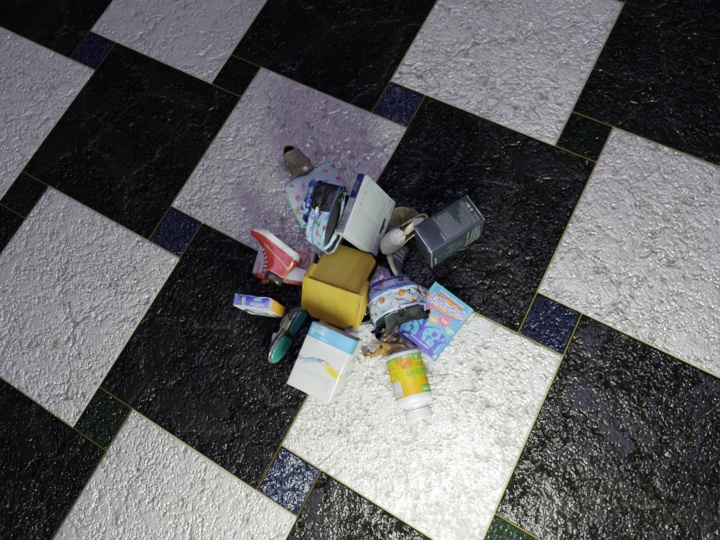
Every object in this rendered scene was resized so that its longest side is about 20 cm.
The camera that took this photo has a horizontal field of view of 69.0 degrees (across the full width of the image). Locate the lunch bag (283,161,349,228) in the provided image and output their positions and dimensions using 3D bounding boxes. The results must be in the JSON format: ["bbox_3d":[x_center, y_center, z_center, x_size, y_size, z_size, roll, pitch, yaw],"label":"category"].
[{"bbox_3d":[-0.147,-0.247,1.791,0.199,0.122,0.171,-24,72,-7],"label":"lunch bag"}]

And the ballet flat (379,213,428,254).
[{"bbox_3d":[0.140,-0.126,1.695,0.199,0.062,0.068,-37,79,-21],"label":"ballet flat"}]

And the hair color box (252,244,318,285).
[{"bbox_3d":[-0.251,-0.019,1.764,0.198,0.064,0.112,10,73,9],"label":"hair color box"}]

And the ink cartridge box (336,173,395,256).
[{"bbox_3d":[0.021,-0.170,1.641,0.043,0.200,0.198,13,78,34],"label":"ink cartridge box"}]

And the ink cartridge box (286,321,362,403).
[{"bbox_3d":[-0.104,0.276,1.593,0.145,0.147,0.202,22,87,12],"label":"ink cartridge box"}]

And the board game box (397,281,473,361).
[{"bbox_3d":[0.237,0.160,1.655,0.152,0.045,0.200,36,80,16],"label":"board game box"}]

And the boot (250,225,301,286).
[{"bbox_3d":[-0.311,-0.043,1.711,0.199,0.072,0.145,37,81,13],"label":"boot"}]

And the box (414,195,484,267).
[{"bbox_3d":[0.282,-0.123,1.682,0.199,0.149,0.108,-32,71,-4],"label":"box"}]

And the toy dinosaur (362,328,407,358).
[{"bbox_3d":[0.095,0.234,1.621,0.199,0.060,0.107,-24,35,39],"label":"toy dinosaur"}]

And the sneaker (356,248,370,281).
[{"bbox_3d":[0.000,0.000,1.728,0.090,0.076,0.201,27,87,8],"label":"sneaker"}]

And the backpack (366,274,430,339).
[{"bbox_3d":[0.107,0.097,1.561,0.198,0.191,0.155,-22,79,-5],"label":"backpack"}]

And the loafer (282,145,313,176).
[{"bbox_3d":[-0.227,-0.384,1.821,0.075,0.069,0.200,-33,36,-15],"label":"loafer"}]

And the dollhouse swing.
[{"bbox_3d":[-0.061,0.047,1.672,0.198,0.183,0.176,17,35,13],"label":"dollhouse swing"}]

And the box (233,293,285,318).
[{"bbox_3d":[-0.320,0.113,1.659,0.118,0.200,0.042,6,79,9],"label":"box"}]

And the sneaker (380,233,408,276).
[{"bbox_3d":[0.125,-0.040,1.719,0.080,0.074,0.202,-17,74,-2],"label":"sneaker"}]

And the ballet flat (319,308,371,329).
[{"bbox_3d":[-0.037,0.151,1.686,0.198,0.057,0.067,-10,72,5],"label":"ballet flat"}]

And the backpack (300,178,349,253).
[{"bbox_3d":[-0.112,-0.161,1.627,0.133,0.183,0.202,16,86,12],"label":"backpack"}]

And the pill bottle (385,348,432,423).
[{"bbox_3d":[0.152,0.347,1.573,0.110,0.111,0.202,-15,72,2],"label":"pill bottle"}]

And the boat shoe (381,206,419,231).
[{"bbox_3d":[0.102,-0.169,1.756,0.198,0.068,0.076,-5,89,-18],"label":"boat shoe"}]

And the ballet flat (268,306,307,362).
[{"bbox_3d":[-0.246,0.204,1.701,0.074,0.074,0.201,31,77,15],"label":"ballet flat"}]
